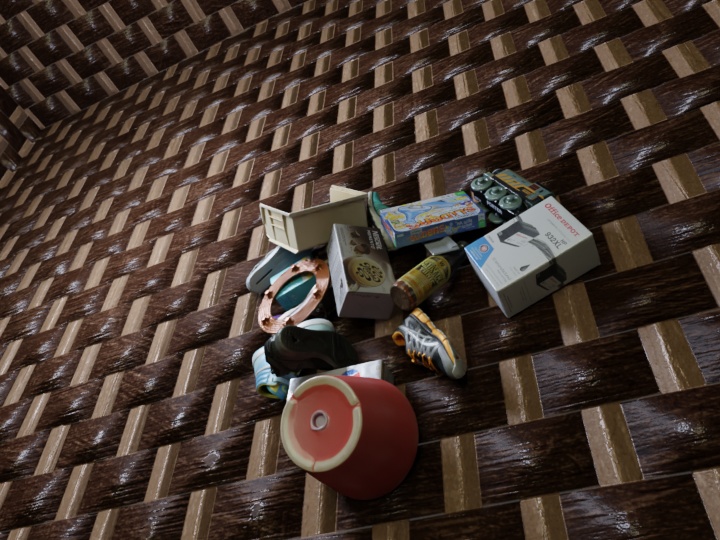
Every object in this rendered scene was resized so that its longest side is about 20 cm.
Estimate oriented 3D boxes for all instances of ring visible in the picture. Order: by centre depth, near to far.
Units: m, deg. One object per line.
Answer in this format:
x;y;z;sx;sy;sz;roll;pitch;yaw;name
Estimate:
-0.150;0.050;1.368;0.199;0.019;0.202;-27;37;22;ring

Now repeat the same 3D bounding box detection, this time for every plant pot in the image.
-0.026;0.256;1.007;0.198;0.177;0.203;-10;65;23;plant pot

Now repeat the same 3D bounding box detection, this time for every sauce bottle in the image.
0.145;0.004;1.250;0.199;0.067;0.066;-37;37;-29;sauce bottle

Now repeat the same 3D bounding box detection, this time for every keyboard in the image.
0.154;-0.070;1.333;0.056;0.011;0.200;-19;21;-3;keyboard

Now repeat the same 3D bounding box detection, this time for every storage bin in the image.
-0.109;-0.127;1.477;0.198;0.095;0.198;-18;22;-25;storage bin

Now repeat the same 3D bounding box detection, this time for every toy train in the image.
0.315;-0.152;1.314;0.113;0.086;0.200;-26;36;-11;toy train

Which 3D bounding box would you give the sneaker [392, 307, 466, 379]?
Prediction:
0.125;0.146;1.146;0.077;0.079;0.200;-36;29;-4;sneaker

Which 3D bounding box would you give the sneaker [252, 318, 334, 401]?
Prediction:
-0.131;0.190;1.269;0.199;0.080;0.131;-33;36;16;sneaker

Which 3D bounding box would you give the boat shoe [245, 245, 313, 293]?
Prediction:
-0.205;-0.024;1.535;0.199;0.073;0.071;-38;22;-18;boat shoe

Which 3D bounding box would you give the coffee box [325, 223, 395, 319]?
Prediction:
0.000;0.000;1.318;0.112;0.080;0.201;5;44;-18;coffee box

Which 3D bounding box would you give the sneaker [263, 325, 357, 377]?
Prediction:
-0.103;0.162;1.210;0.114;0.198;0.077;-29;56;42;sneaker

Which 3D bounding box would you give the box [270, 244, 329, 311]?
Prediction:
-0.109;0.007;1.457;0.199;0.049;0.083;-31;40;3;box

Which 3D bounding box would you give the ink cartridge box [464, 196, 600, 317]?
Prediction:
0.319;-0.028;1.177;0.199;0.084;0.146;-31;39;3;ink cartridge box

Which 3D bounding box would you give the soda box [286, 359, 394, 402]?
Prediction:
-0.038;0.229;1.175;0.198;0.064;0.069;-15;43;20;soda box

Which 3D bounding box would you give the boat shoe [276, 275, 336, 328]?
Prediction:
-0.099;0.091;1.351;0.200;0.070;0.070;-42;33;2;boat shoe

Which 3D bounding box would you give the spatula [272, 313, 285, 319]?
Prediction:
-0.114;0.084;1.405;0.198;0.021;0.057;-29;38;5;spatula

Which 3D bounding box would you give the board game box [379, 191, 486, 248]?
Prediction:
0.152;-0.112;1.346;0.197;0.035;0.136;-14;29;-7;board game box

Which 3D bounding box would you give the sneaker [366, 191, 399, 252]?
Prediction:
0.063;-0.114;1.463;0.079;0.078;0.201;-17;45;-7;sneaker
